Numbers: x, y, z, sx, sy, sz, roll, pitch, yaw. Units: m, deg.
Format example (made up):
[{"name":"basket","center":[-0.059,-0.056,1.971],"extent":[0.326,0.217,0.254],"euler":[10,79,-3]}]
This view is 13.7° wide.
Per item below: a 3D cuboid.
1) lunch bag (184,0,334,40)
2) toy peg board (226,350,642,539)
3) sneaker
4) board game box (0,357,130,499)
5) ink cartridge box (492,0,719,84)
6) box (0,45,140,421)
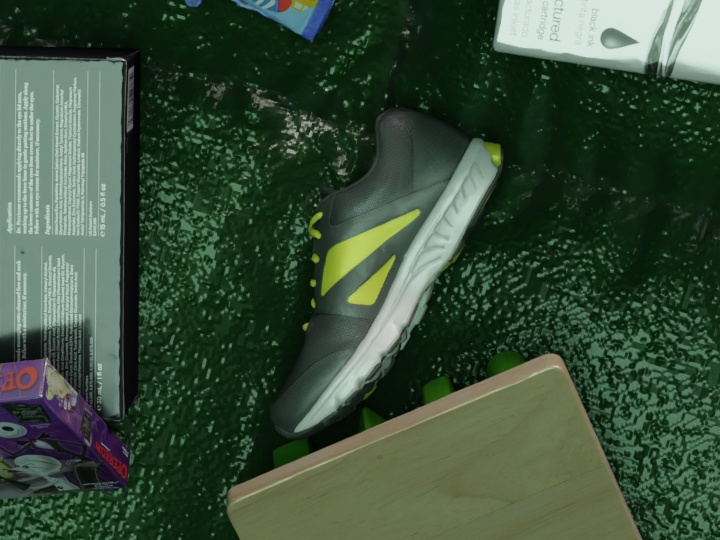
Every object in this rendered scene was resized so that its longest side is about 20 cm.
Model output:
[{"name":"lunch bag","center":[-0.052,-0.235,1.629],"extent":[0.150,0.094,0.201],"euler":[28,111,-1]},{"name":"toy peg board","center":[0.054,0.154,1.673],"extent":[0.199,0.098,0.200],"euler":[-23,111,7]},{"name":"sneaker","center":[0.000,0.000,1.659],"extent":[0.084,0.074,0.201],"euler":[33,87,6]},{"name":"board game box","center":[-0.240,0.094,1.642],"extent":[0.199,0.120,0.032],"euler":[-7,56,18]},{"name":"ink cartridge box","center":[0.180,-0.178,1.612],"extent":[0.199,0.084,0.147],"euler":[8,98,3]},{"name":"box","center":[-0.195,-0.023,1.660],"extent":[0.140,0.079,0.201],"euler":[2,98,1]}]
